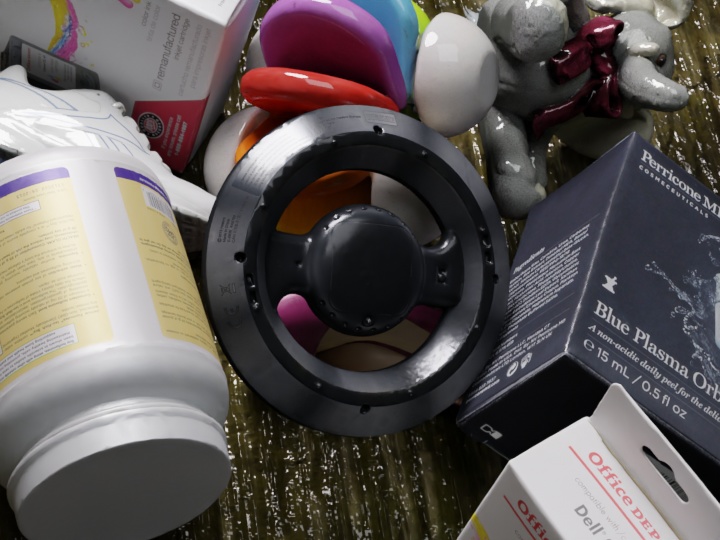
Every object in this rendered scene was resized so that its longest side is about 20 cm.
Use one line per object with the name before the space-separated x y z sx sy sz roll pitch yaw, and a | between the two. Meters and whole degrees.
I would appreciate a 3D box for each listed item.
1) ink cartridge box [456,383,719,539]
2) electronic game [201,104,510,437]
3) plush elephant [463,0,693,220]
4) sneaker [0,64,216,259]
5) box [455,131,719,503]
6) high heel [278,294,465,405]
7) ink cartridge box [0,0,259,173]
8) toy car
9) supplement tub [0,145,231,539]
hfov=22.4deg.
ink cartridge box | 0.120 0.167 1.021 0.067 0.200 0.117 -24 64 -32
electronic game | 0.000 0.000 1.096 0.199 0.042 0.201 1 86 -23
plush elephant | 0.162 -0.140 1.287 0.154 0.165 0.200 0 27 -7
sneaker | -0.168 -0.075 1.181 0.199 0.075 0.087 25 58 -1
box | 0.191 0.056 1.157 0.196 0.117 0.200 35 48 -14
high heel | 0.020 0.055 1.155 0.199 0.068 0.096 -5 45 -27
ink cartridge box | -0.177 -0.176 1.214 0.199 0.148 0.086 24 48 1
toy car | -0.017 -0.115 1.183 0.174 0.150 0.201 7 61 26
supplement tub | -0.159 0.045 1.052 0.145 0.146 0.201 -5 56 -23
